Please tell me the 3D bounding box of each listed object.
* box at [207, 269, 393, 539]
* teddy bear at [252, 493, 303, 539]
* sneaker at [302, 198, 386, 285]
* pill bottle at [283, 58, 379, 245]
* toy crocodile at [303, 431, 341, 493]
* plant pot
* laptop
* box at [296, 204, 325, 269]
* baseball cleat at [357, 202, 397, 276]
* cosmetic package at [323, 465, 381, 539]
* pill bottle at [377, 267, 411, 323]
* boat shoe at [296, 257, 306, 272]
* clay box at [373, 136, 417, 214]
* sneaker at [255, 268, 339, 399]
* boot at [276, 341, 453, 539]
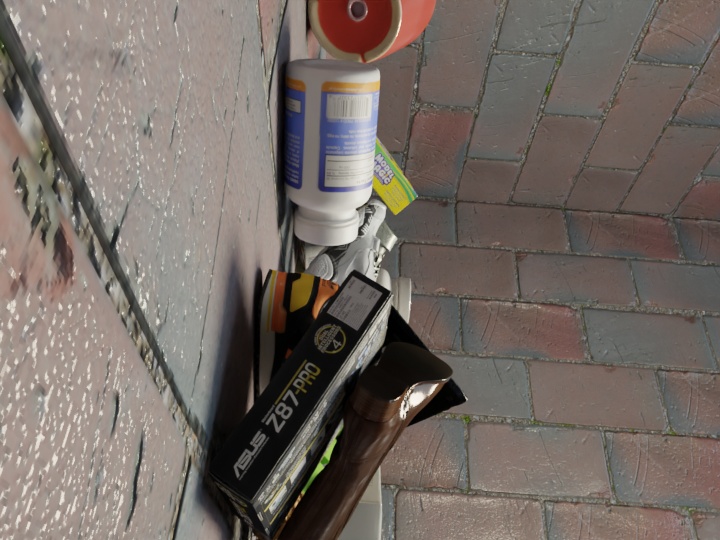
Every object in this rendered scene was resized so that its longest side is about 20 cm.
[{"bbox_3d":[-0.043,0.121,0.535,0.201,0.048,0.162,-55,163,-27],"label":"box"},{"bbox_3d":[-0.075,0.319,0.620,0.145,0.066,0.203,46,42,-38],"label":"teddy bear"},{"bbox_3d":[0.000,0.000,0.829,0.201,0.115,0.075,-52,-168,-32],"label":"sneaker"},{"bbox_3d":[-0.037,-0.140,0.730,0.113,0.109,0.205,-87,-179,-66],"label":"pill bottle"},{"bbox_3d":[-0.055,0.225,0.767,0.061,0.068,0.200,-34,-170,44],"label":"toy crocodile"},{"bbox_3d":[0.010,-0.411,0.929,0.179,0.195,0.204,-68,165,-54],"label":"plant pot"},{"bbox_3d":[0.006,0.097,0.736,0.198,0.178,0.104,-32,-163,32],"label":"laptop"},{"bbox_3d":[-0.071,-0.084,0.897,0.202,0.041,0.039,93,-26,-48],"label":"box"},{"bbox_3d":[0.008,-0.008,0.893,0.070,0.104,0.205,39,37,-65],"label":"baseball cleat"},{"bbox_3d":[-0.050,0.426,1.026,0.200,0.162,0.172,-67,161,-88],"label":"cosmetic package"},{"bbox_3d":[-0.008,0.049,1.120,0.112,0.195,0.115,4,90,-90],"label":"pill bottle"},{"bbox_3d":[-0.065,-0.014,1.015,0.069,0.073,0.203,99,0,-54],"label":"boat shoe"},{"bbox_3d":[-0.003,-0.182,0.850,0.200,0.047,0.116,49,11,-32],"label":"clay box"},{"bbox_3d":[-0.062,0.096,0.649,0.070,0.088,0.204,-87,180,-62],"label":"sneaker"},{"bbox_3d":[0.005,0.177,0.591,0.185,0.064,0.204,-6,122,-60],"label":"boot"}]
